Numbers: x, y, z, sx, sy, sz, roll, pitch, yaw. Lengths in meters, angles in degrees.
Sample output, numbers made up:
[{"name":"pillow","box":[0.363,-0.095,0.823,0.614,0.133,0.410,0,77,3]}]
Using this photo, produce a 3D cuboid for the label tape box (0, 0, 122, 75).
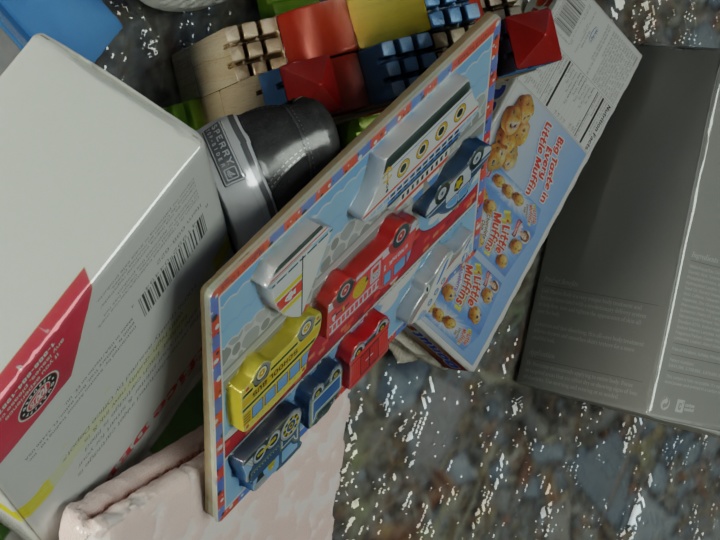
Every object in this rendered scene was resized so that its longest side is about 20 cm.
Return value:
[{"name":"label tape box","box":[-0.185,-0.079,0.966,0.200,0.063,0.144,-54,126,-19]}]

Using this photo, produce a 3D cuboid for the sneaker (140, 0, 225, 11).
[{"name":"sneaker","box":[-0.106,-0.173,1.013,0.200,0.074,0.082,7,50,-59]}]

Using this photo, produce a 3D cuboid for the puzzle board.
[{"name":"puzzle board","box":[0.000,0.000,0.973,0.200,0.017,0.151,-46,155,-33]}]

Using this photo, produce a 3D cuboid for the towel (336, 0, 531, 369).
[{"name":"towel","box":[0.040,-0.060,1.176,0.133,0.034,0.200,40,71,-38]}]

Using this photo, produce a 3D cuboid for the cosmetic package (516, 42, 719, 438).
[{"name":"cosmetic package","box":[0.166,-0.020,1.240,0.090,0.107,0.200,16,89,-40]}]

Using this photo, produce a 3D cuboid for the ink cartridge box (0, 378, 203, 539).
[{"name":"ink cartridge box","box":[-0.118,0.102,1.052,0.104,0.059,0.200,46,69,-38]}]

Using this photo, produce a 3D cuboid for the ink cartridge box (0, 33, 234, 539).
[{"name":"ink cartridge box","box":[-0.125,0.019,0.915,0.145,0.083,0.200,-54,167,-15]}]

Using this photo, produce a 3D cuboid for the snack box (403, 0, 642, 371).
[{"name":"snack box","box":[0.076,-0.051,1.170,0.072,0.024,0.200,42,69,-38]}]

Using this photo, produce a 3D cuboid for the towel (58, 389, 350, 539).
[{"name":"towel","box":[-0.077,0.155,1.036,0.191,0.032,0.200,-31,136,-49]}]

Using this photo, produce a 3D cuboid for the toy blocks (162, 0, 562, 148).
[{"name":"toy blocks","box":[0.009,-0.100,1.051,0.200,0.137,0.100,-15,92,-24]}]

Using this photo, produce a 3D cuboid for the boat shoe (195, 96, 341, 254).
[{"name":"boat shoe","box":[-0.026,-0.021,1.002,0.066,0.070,0.200,-24,155,-5]}]
